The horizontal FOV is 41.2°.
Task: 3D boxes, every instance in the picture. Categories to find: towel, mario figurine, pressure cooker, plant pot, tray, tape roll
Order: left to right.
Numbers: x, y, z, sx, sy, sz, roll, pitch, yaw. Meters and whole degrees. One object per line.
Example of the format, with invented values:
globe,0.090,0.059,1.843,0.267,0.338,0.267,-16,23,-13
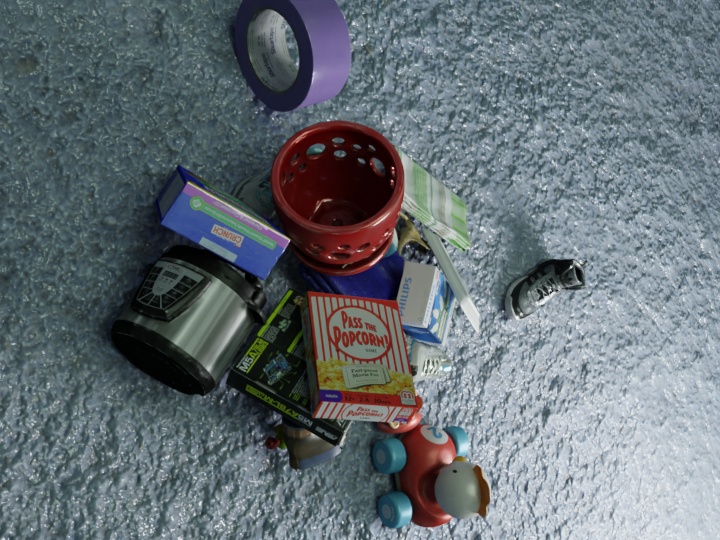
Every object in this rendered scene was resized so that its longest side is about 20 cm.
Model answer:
pressure cooker,-0.244,0.059,1.393,0.176,0.179,0.200,40,64,-16
tape roll,-0.112,-0.365,1.560,0.085,0.200,0.201,-25,97,-37
plant pot,-0.035,-0.099,1.477,0.200,0.183,0.201,1,61,-1
towel,0.000,0.000,1.613,0.148,0.050,0.200,44,37,7
mario figurine,0.044,0.197,1.624,0.200,0.106,0.124,43,53,-34
towel,0.129,-0.137,1.773,0.200,0.031,0.149,33,38,-29
tray,0.166,0.011,1.720,0.107,0.022,0.200,52,11,-49

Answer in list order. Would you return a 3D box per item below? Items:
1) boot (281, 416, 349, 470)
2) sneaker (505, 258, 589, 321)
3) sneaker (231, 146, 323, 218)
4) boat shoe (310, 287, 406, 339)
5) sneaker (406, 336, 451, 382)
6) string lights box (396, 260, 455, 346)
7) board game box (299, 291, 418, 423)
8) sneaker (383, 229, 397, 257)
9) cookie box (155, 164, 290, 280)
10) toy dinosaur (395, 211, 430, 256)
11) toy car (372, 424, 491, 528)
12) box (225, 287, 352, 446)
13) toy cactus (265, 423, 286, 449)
boot,-0.043,0.232,1.494,0.200,0.075,0.097,-23,129,-37
sneaker,0.377,0.030,1.915,0.200,0.114,0.076,-38,104,-36
sneaker,-0.134,-0.146,1.569,0.078,0.086,0.200,50,57,-9
boat shoe,0.003,0.063,1.652,0.199,0.074,0.068,33,46,-14
sneaker,0.113,0.155,1.631,0.086,0.200,0.075,15,97,7
string lights box,0.113,0.061,1.666,0.200,0.059,0.103,44,58,-69
board game box,-0.006,0.129,1.430,0.151,0.046,0.200,6,48,-20
sneaker,0.006,-0.107,1.638,0.081,0.077,0.200,-6,54,-53
cookie box,-0.207,-0.074,1.411,0.171,0.200,0.075,30,94,-19
toy dinosaur,0.082,-0.069,1.698,0.101,0.058,0.200,42,10,13
toy car,0.155,0.351,1.627,0.184,0.200,0.178,-2,84,-38
box,-0.073,0.142,1.455,0.193,0.048,0.200,27,44,5
toy cactus,-0.097,0.194,1.550,0.165,0.102,0.201,23,64,-52
